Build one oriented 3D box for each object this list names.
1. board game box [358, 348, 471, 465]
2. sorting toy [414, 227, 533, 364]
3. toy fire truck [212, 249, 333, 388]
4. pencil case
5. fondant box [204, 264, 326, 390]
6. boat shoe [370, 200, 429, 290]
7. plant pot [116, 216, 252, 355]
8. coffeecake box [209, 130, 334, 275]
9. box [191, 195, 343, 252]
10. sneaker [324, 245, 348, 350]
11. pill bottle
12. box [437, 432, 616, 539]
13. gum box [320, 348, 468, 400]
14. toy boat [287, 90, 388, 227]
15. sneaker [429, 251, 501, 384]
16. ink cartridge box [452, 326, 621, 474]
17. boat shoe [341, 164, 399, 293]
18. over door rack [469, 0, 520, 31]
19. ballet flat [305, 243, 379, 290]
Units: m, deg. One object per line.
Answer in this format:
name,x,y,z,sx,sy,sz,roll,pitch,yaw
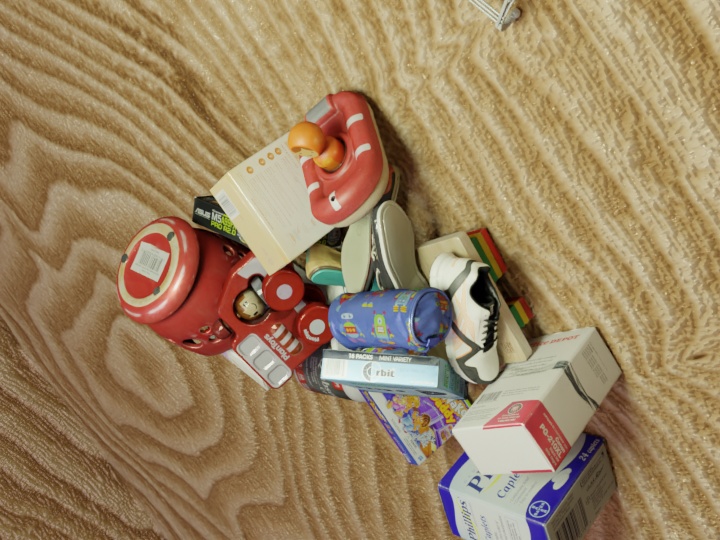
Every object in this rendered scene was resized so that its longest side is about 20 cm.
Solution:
board game box,0.080,0.193,1.484,0.201,0.134,0.045,55,160,-6
sorting toy,0.145,0.038,1.330,0.198,0.069,0.201,-15,109,54
toy fire truck,-0.142,0.074,1.439,0.200,0.168,0.112,47,-178,-25
pencil case,0.037,0.070,1.240,0.199,0.077,0.088,-6,92,52
fondant box,-0.152,0.087,1.596,0.144,0.200,0.059,34,156,23
boat shoe,0.046,-0.010,1.280,0.060,0.074,0.202,9,136,38
plant pot,-0.288,0.024,1.499,0.199,0.203,0.182,16,173,40
coffeecake box,-0.097,-0.116,1.351,0.154,0.200,0.073,54,144,-5
box,-0.151,-0.079,1.482,0.199,0.159,0.045,23,112,36
sneaker,-0.024,0.060,1.504,0.080,0.076,0.203,8,96,52
pill bottle,-0.018,0.167,1.593,0.199,0.116,0.117,4,124,47
box,0.250,0.327,1.372,0.198,0.184,0.106,8,129,44
gum box,0.055,0.152,1.316,0.167,0.045,0.200,2,169,19
toy boat,-0.046,-0.161,1.245,0.130,0.130,0.202,-35,55,30
sneaker,0.155,0.072,1.225,0.079,0.074,0.202,5,125,44
ink cartridge box,0.241,0.177,1.233,0.085,0.200,0.144,54,145,-11
boat shoe,0.017,-0.058,1.330,0.071,0.062,0.203,25,113,50
over door rack,0.129,-0.366,0.969,0.147,0.067,0.200,42,165,13
ballet flat,0.000,0.000,1.418,0.069,0.198,0.064,-40,48,35
